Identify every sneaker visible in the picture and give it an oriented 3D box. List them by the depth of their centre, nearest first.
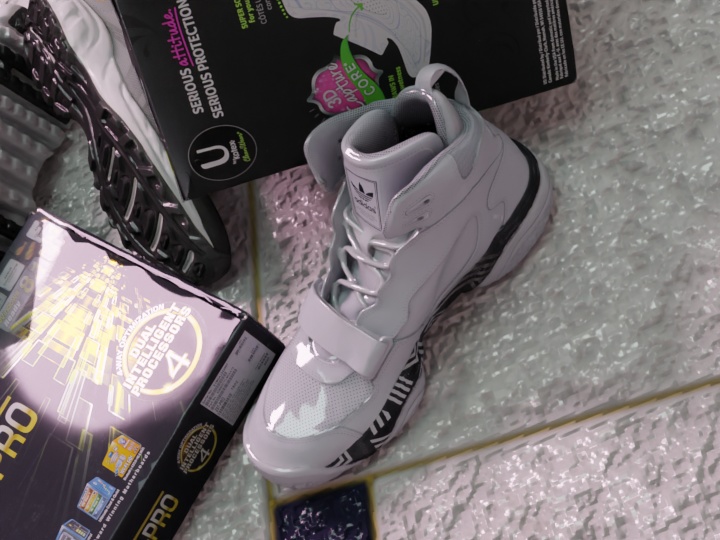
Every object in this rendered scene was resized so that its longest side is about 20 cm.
[{"bbox_3d":[0.000,0.000,0.723,0.075,0.115,0.200,35,83,37],"label":"sneaker"},{"bbox_3d":[-0.112,-0.081,0.855,0.079,0.074,0.201,-14,61,-29],"label":"sneaker"},{"bbox_3d":[-0.217,-0.063,0.903,0.081,0.075,0.201,-14,56,32],"label":"sneaker"}]

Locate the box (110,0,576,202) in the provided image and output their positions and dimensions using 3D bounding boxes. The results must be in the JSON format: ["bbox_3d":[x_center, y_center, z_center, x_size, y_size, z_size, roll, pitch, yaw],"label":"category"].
[{"bbox_3d":[-0.017,-0.147,0.763,0.199,0.125,0.149,-17,42,-3],"label":"box"}]

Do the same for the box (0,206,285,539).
[{"bbox_3d":[-0.151,0.085,0.794,0.161,0.049,0.201,25,80,36],"label":"box"}]
